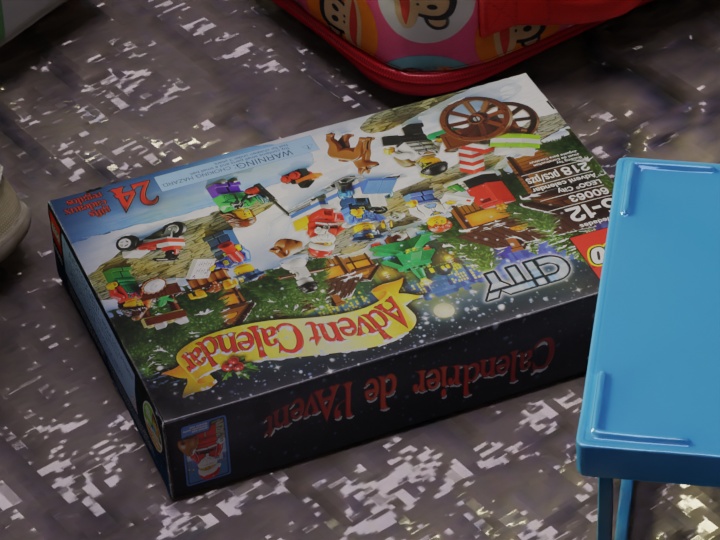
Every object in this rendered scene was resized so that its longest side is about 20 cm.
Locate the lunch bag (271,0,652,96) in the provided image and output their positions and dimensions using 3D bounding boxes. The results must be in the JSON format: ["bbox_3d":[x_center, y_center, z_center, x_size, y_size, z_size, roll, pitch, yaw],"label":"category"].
[{"bbox_3d":[0.062,-0.156,1.117,0.200,0.082,0.176,-25,44,-26],"label":"lunch bag"}]

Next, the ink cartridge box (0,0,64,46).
[{"bbox_3d":[-0.212,-0.199,1.103,0.200,0.146,0.087,23,46,27],"label":"ink cartridge box"}]

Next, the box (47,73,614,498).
[{"bbox_3d":[0.000,0.000,0.962,0.199,0.038,0.137,-16,41,-16],"label":"box"}]

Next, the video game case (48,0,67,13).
[{"bbox_3d":[-0.213,-0.155,1.182,0.200,0.022,0.182,25,46,31],"label":"video game case"}]

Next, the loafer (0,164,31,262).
[{"bbox_3d":[-0.222,-0.041,1.003,0.199,0.068,0.076,12,41,17],"label":"loafer"}]

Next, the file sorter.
[{"bbox_3d":[0.172,0.059,0.810,0.199,0.123,0.139,5,39,8],"label":"file sorter"}]
